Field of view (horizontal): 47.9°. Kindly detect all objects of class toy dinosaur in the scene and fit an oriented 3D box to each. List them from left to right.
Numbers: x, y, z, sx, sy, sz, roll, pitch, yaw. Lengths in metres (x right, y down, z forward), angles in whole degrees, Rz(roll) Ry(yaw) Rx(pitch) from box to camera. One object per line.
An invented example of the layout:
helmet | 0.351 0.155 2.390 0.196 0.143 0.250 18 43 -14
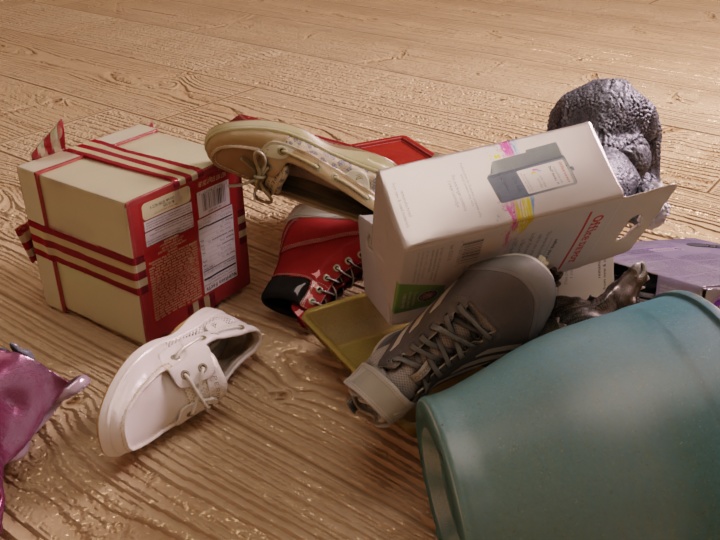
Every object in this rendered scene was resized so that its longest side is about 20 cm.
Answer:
toy dinosaur | 0.144 0.058 0.651 0.200 0.102 0.077 -31 44 23

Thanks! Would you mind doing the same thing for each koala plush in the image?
koala plush | 0.293 -0.117 0.999 0.177 0.184 0.200 7 42 15

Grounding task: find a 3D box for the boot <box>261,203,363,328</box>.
boot | 0.000 0.000 0.839 0.200 0.072 0.144 -1 52 22

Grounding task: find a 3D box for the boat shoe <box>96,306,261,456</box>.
boat shoe | -0.149 0.092 0.707 0.069 0.071 0.200 8 29 19

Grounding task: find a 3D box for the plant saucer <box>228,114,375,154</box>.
plant saucer | -0.064 -0.142 0.949 0.199 0.037 0.200 13 10 -15

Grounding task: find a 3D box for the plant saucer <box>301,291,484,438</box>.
plant saucer | 0.074 0.077 0.755 0.200 0.049 0.200 -16 32 -25

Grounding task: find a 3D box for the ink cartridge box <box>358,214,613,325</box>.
ink cartridge box | 0.107 -0.012 0.741 0.200 0.084 0.145 -5 10 -8

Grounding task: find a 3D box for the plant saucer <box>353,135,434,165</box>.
plant saucer | 0.031 -0.139 1.143 0.199 0.037 0.200 -14 32 -22

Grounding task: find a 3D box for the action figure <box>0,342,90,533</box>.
action figure | -0.295 0.155 0.605 0.149 0.134 0.200 32 23 -38

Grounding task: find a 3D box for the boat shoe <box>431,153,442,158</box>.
boat shoe | 0.138 -0.042 0.869 0.200 0.063 0.073 40 -1 9

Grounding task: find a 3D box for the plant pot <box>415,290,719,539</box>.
plant pot | 0.140 0.130 0.525 0.188 0.200 0.200 -12 30 -6

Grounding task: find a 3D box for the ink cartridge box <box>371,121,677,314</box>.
ink cartridge box | 0.113 -0.040 0.599 0.200 0.117 0.067 -13 66 -8

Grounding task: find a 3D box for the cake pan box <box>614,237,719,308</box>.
cake pan box | 0.322 0.010 0.783 0.200 0.052 0.184 -5 12 -27

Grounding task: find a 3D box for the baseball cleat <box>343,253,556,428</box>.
baseball cleat | 0.058 0.062 0.584 0.070 0.200 0.106 45 49 1

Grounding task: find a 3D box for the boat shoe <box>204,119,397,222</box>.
boat shoe | -0.057 -0.095 0.800 0.200 0.073 0.063 12 64 -7

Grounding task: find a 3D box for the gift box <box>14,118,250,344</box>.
gift box | -0.238 -0.062 0.864 0.187 0.200 0.184 17 28 30
